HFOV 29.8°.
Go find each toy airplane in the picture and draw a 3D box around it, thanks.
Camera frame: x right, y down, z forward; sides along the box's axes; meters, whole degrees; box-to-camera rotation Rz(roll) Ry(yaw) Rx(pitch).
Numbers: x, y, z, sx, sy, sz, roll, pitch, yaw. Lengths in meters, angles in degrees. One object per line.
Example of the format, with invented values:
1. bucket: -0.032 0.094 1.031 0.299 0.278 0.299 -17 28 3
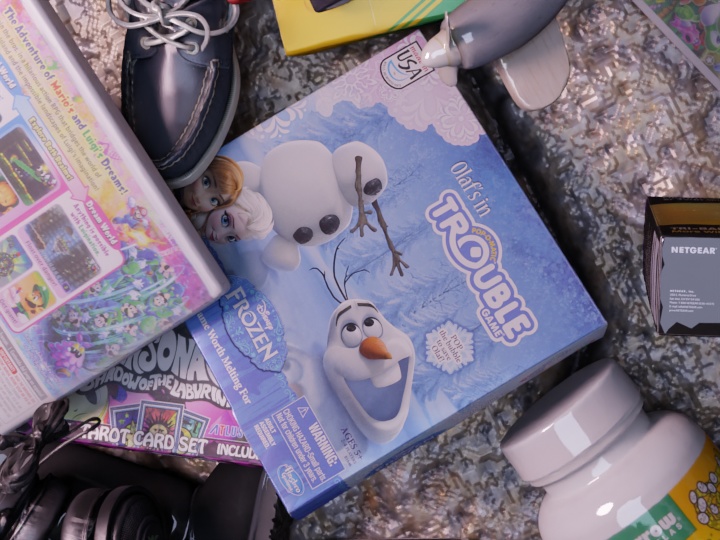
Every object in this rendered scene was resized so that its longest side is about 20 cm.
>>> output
1. toy airplane: 0.036 -0.198 0.659 0.199 0.141 0.200 22 104 5

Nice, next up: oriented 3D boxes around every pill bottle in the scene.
1. pill bottle: 0.173 0.152 0.771 0.113 0.113 0.200 -38 92 13

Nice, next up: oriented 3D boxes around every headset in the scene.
1. headset: -0.175 0.157 0.774 0.123 0.094 0.201 13 126 8

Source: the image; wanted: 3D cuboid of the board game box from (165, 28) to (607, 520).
1. board game box: 0.000 0.000 0.753 0.198 0.043 0.200 -31 75 -2

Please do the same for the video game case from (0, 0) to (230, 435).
1. video game case: -0.197 -0.026 0.735 0.182 0.024 0.200 -32 93 12

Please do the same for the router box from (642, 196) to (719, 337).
1. router box: 0.252 -0.003 0.709 0.199 0.157 0.053 2 100 8

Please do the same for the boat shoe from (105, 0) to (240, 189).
1. boat shoe: -0.099 -0.148 0.757 0.075 0.062 0.201 10 79 13

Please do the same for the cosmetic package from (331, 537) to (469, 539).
1. cosmetic package: 0.024 0.273 0.830 0.103 0.087 0.201 -2 98 8

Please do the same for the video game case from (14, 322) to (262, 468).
1. video game case: -0.091 0.021 0.800 0.199 0.036 0.182 7 78 8

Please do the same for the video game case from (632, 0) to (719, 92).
1. video game case: 0.229 -0.150 0.720 0.200 0.018 0.143 46 138 -1

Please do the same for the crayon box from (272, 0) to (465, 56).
1. crayon box: 0.021 -0.237 0.757 0.172 0.058 0.201 -12 98 11

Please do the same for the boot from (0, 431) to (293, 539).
1. boot: -0.140 0.127 0.849 0.199 0.066 0.166 16 100 11
